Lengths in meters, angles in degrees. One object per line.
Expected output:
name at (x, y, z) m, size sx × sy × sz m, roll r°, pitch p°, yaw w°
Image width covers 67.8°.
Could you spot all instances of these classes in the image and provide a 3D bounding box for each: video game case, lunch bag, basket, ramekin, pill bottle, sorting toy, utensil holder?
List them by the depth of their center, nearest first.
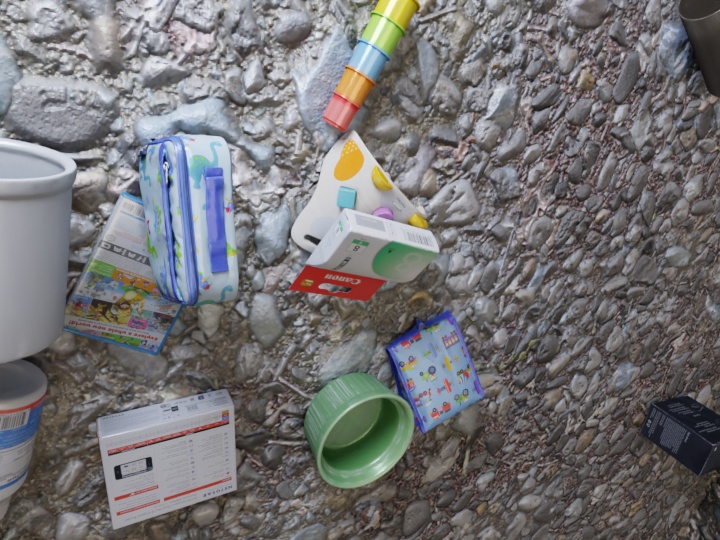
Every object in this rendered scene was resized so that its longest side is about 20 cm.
utensil holder at (-0.401, -0.025, 0.570) m, size 0.168 × 0.170 × 0.202 m, roll 2°, pitch 113°, yaw -31°
lunch bag at (-0.208, -0.062, 0.652) m, size 0.082 × 0.160 × 0.203 m, roll -9°, pitch 103°, yaw -35°
pill bottle at (-0.476, 0.221, 0.677) m, size 0.111 × 0.112 × 0.202 m, roll 12°, pitch 106°, yaw -34°
video game case at (-0.303, 0.012, 0.738) m, size 0.142 × 0.018 × 0.201 m, roll 25°, pitch 98°, yaw -37°
sorting toy at (-0.008, -0.076, 0.839) m, size 0.180 × 0.107 × 0.200 m, roll -39°, pitch 128°, yaw 15°
ramekin at (-0.008, 0.289, 0.993) m, size 0.198 × 0.098 × 0.202 m, roll -13°, pitch 119°, yaw -25°
basket at (0.721, -0.476, 1.045) m, size 0.199 × 0.136 × 0.181 m, roll 29°, pitch 102°, yaw -33°
lunch bag at (0.139, 0.186, 1.047) m, size 0.149 × 0.094 × 0.202 m, roll -26°, pitch 114°, yaw -15°

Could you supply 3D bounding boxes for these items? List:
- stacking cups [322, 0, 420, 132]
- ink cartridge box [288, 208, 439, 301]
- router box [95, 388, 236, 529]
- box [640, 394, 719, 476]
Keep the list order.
stacking cups at (0.009, -0.294, 0.752) m, size 0.060 × 0.060 × 0.201 m, roll 25°, pitch 99°, yaw -36°
ink cartridge box at (0.000, 0.000, 0.829) m, size 0.159 × 0.050 × 0.200 m, roll 11°, pitch 137°, yaw -31°
router box at (-0.301, 0.297, 0.854) m, size 0.198 × 0.049 × 0.182 m, roll -8°, pitch 116°, yaw -27°
box at (1.007, 0.493, 1.625) m, size 0.195 × 0.200 × 0.119 m, roll -1°, pitch 113°, yaw -29°
